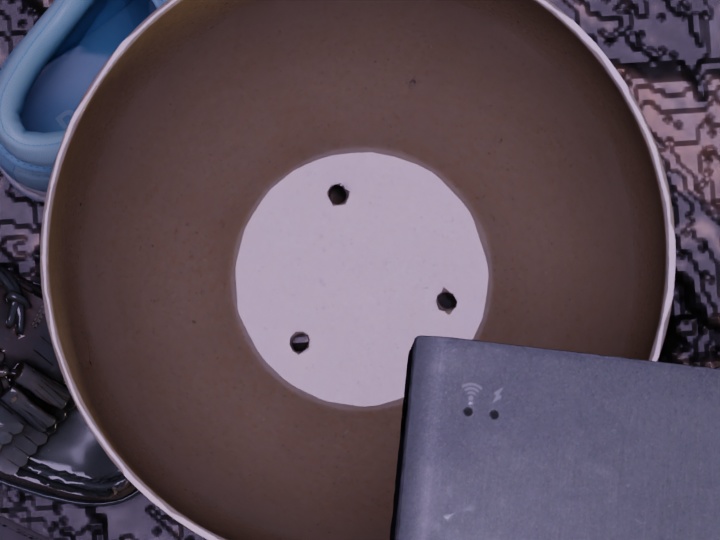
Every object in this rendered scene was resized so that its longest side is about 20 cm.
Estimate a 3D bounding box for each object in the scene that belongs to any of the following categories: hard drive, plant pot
[{"bbox_3d":[0.074,0.126,0.809,0.139,0.033,0.201,7,75,-4],"label":"hard drive"},{"bbox_3d":[0.000,0.000,0.921,0.199,0.134,0.201,0,86,1],"label":"plant pot"}]

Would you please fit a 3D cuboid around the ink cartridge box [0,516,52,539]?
[{"bbox_3d":[-0.204,0.161,0.939,0.146,0.083,0.201,23,87,3],"label":"ink cartridge box"}]

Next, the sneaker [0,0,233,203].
[{"bbox_3d":[-0.050,-0.099,0.954,0.074,0.082,0.200,43,88,2],"label":"sneaker"}]

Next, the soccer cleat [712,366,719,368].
[{"bbox_3d":[0.133,0.054,0.926,0.200,0.076,0.067,-11,116,41],"label":"soccer cleat"}]

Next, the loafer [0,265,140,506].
[{"bbox_3d":[-0.156,0.016,0.958,0.200,0.063,0.072,36,88,3],"label":"loafer"}]
